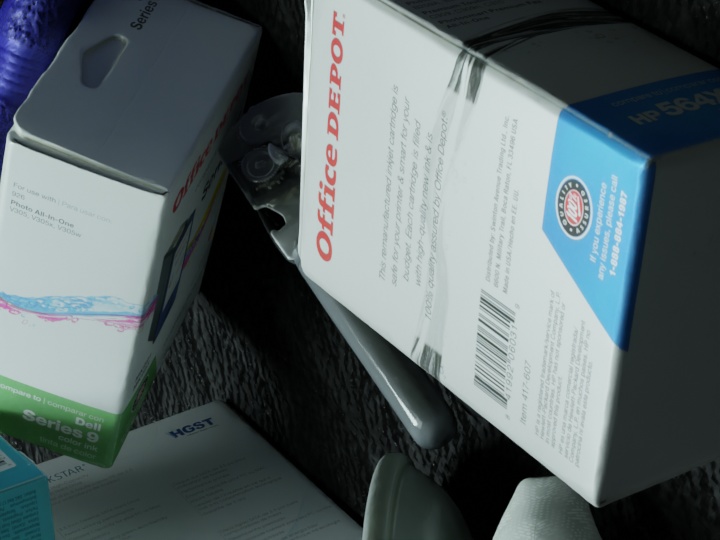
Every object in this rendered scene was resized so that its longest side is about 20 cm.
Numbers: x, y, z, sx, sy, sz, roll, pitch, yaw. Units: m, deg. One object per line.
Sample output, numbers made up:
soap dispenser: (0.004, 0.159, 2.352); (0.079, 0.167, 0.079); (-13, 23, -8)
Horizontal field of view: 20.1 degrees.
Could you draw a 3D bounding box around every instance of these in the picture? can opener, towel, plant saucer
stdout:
can opener: (0.000, 0.000, 0.954); (0.200, 0.053, 0.067); (56, 177, 25)
towel: (-0.173, -0.090, 1.029); (0.148, 0.049, 0.201); (-48, -22, -84)
plant saucer: (0.039, 0.180, 0.902); (0.200, 0.050, 0.201); (-5, -90, -81)

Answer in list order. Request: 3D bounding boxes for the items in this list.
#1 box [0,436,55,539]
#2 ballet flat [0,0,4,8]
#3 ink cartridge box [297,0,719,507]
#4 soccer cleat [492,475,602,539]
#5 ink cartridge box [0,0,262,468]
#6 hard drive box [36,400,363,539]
box: (-0.187, 0.179, 1.025); (0.082, 0.049, 0.201); (31, 131, 48)
ballet flat: (-0.174, -0.080, 1.141); (0.068, 0.075, 0.201); (-9, 98, 17)
ink cartridge box: (0.065, -0.027, 0.788); (0.200, 0.084, 0.146); (39, 135, 44)
soccer cleat: (0.095, 0.173, 0.871); (0.086, 0.070, 0.200); (-77, -20, -49)
ink cartridge box: (-0.125, -0.024, 1.019); (0.087, 0.146, 0.200); (19, 133, 3)
hard drive box: (-0.085, 0.165, 1.053); (0.200, 0.155, 0.077); (38, 136, 44)
